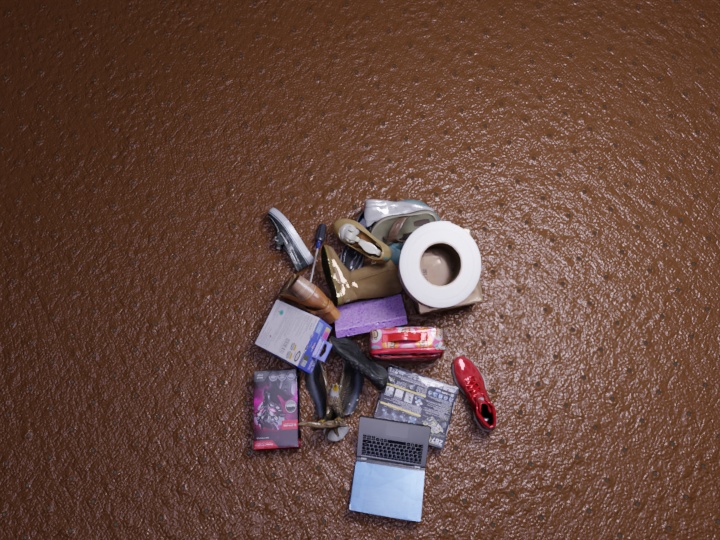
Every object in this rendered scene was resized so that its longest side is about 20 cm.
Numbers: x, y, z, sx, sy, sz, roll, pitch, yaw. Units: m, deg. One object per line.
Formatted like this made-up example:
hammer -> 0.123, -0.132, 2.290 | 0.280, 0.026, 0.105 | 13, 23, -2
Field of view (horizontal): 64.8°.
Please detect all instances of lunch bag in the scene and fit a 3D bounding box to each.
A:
lunch bag -> 0.119, 0.187, 1.465 | 0.193, 0.177, 0.085 | -2, 73, 4

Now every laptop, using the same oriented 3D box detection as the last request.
laptop -> 0.074, 0.492, 1.413 | 0.181, 0.116, 0.206 | 7, 114, 5

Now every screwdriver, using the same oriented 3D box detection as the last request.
screwdriver -> -0.121, -0.049, 1.594 | 0.027, 0.029, 0.204 | 26, 50, -24

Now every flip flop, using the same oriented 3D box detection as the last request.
flip flop -> 0.115, -0.109, 1.538 | 0.194, 0.083, 0.058 | -13, 30, 13

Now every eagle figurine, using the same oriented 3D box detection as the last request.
eagle figurine -> -0.070, 0.325, 1.482 | 0.150, 0.150, 0.203 | 33, 34, -25

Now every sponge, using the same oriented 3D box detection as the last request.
sponge -> 0.024, 0.122, 1.532 | 0.194, 0.031, 0.113 | -10, 31, 1

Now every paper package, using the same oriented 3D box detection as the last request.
paper package -> 0.220, 0.002, 1.529 | 0.185, 0.103, 0.207 | -11, 87, 2

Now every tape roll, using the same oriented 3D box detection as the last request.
tape roll -> 0.192, -0.010, 1.411 | 0.196, 0.139, 0.210 | 0, 87, 3

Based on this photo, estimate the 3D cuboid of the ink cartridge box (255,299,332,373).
ink cartridge box -> -0.167, 0.179, 1.501 | 0.196, 0.076, 0.139 | 18, 76, 36

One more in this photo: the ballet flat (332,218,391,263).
ballet flat -> -0.003, -0.086, 1.532 | 0.197, 0.063, 0.070 | 30, 100, 20

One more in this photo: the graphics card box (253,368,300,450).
graphics card box -> -0.221, 0.367, 1.505 | 0.121, 0.051, 0.206 | -3, 74, 3

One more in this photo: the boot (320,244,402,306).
boot -> 0.000, 0.000, 1.552 | 0.195, 0.066, 0.180 | -13, 81, -24

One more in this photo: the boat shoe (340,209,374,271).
boat shoe -> -0.009, -0.079, 1.604 | 0.068, 0.066, 0.204 | 22, 77, 10

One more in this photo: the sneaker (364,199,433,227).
sneaker -> 0.106, -0.148, 1.586 | 0.193, 0.075, 0.092 | 4, 95, 2

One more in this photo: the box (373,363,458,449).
box -> 0.144, 0.356, 1.484 | 0.194, 0.049, 0.165 | 16, 75, 8

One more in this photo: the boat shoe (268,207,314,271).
boat shoe -> -0.213, -0.088, 1.617 | 0.070, 0.072, 0.202 | -35, 77, -11

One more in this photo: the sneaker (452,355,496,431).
sneaker -> 0.301, 0.308, 1.451 | 0.077, 0.116, 0.204 | -27, 75, -4

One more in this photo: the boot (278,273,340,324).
boot -> -0.139, 0.085, 1.536 | 0.154, 0.199, 0.074 | 41, 78, -14

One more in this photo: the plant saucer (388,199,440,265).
plant saucer -> 0.139, -0.113, 1.620 | 0.193, 0.036, 0.207 | -1, 74, 3

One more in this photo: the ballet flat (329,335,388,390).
ballet flat -> -0.011, 0.237, 1.465 | 0.198, 0.058, 0.066 | 36, 39, 27
